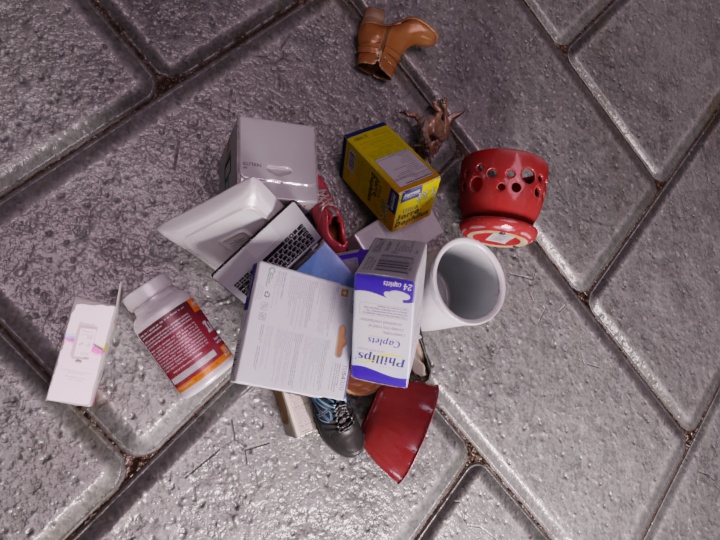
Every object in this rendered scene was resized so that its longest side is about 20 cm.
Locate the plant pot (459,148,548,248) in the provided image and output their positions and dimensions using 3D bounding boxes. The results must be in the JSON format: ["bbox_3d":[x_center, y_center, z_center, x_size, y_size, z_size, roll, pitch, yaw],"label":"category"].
[{"bbox_3d":[0.318,-0.158,1.261,0.198,0.200,0.185,15,80,-20],"label":"plant pot"}]

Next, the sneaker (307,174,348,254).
[{"bbox_3d":[-0.069,-0.123,1.139,0.073,0.087,0.203,-20,87,-27],"label":"sneaker"}]

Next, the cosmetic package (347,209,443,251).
[{"bbox_3d":[0.072,-0.073,1.199,0.199,0.071,0.102,-32,93,-25],"label":"cosmetic package"}]

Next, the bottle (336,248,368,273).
[{"bbox_3d":[0.000,0.000,1.099,0.197,0.065,0.085,-11,108,12],"label":"bottle"}]

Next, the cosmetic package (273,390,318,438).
[{"bbox_3d":[-0.118,0.204,1.057,0.104,0.071,0.203,-15,86,-25],"label":"cosmetic package"}]

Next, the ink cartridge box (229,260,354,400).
[{"bbox_3d":[-0.105,0.106,0.933,0.198,0.043,0.199,17,74,-27],"label":"ink cartridge box"}]

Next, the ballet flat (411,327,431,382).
[{"bbox_3d":[0.103,0.148,1.133,0.067,0.069,0.202,-26,112,6],"label":"ballet flat"}]

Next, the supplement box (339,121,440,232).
[{"bbox_3d":[0.056,-0.197,1.152,0.108,0.110,0.201,-24,58,-25],"label":"supplement box"}]

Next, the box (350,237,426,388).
[{"bbox_3d":[0.052,0.067,0.979,0.103,0.184,0.203,6,113,11],"label":"box"}]

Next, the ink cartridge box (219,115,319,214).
[{"bbox_3d":[-0.178,-0.171,1.037,0.145,0.200,0.148,2,78,-24],"label":"ink cartridge box"}]

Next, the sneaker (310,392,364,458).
[{"bbox_3d":[-0.049,0.250,0.993,0.073,0.082,0.202,-30,93,-26],"label":"sneaker"}]

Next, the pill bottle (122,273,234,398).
[{"bbox_3d":[-0.319,0.111,0.964,0.113,0.113,0.201,-37,96,-25],"label":"pill bottle"}]

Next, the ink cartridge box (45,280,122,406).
[{"bbox_3d":[-0.447,0.115,0.905,0.067,0.116,0.203,15,73,-20],"label":"ink cartridge box"}]

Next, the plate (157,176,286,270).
[{"bbox_3d":[-0.213,-0.060,0.966,0.197,0.200,0.033,-25,58,12],"label":"plate"}]

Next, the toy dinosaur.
[{"bbox_3d":[0.175,-0.325,1.297,0.199,0.085,0.137,-24,100,-42],"label":"toy dinosaur"}]

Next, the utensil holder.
[{"bbox_3d":[0.174,0.038,1.151,0.168,0.200,0.173,5,78,-22],"label":"utensil holder"}]

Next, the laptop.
[{"bbox_3d":[-0.118,0.021,0.970,0.187,0.200,0.116,-43,57,-5],"label":"laptop"}]

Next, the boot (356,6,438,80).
[{"bbox_3d":[0.084,-0.519,1.300,0.197,0.074,0.157,11,74,-9],"label":"boot"}]

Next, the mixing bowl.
[{"bbox_3d":[0.064,0.292,1.070,0.107,0.201,0.202,25,69,4],"label":"mixing bowl"}]

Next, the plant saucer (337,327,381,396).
[{"bbox_3d":[-0.004,0.147,1.108,0.198,0.037,0.204,6,82,-45],"label":"plant saucer"}]
